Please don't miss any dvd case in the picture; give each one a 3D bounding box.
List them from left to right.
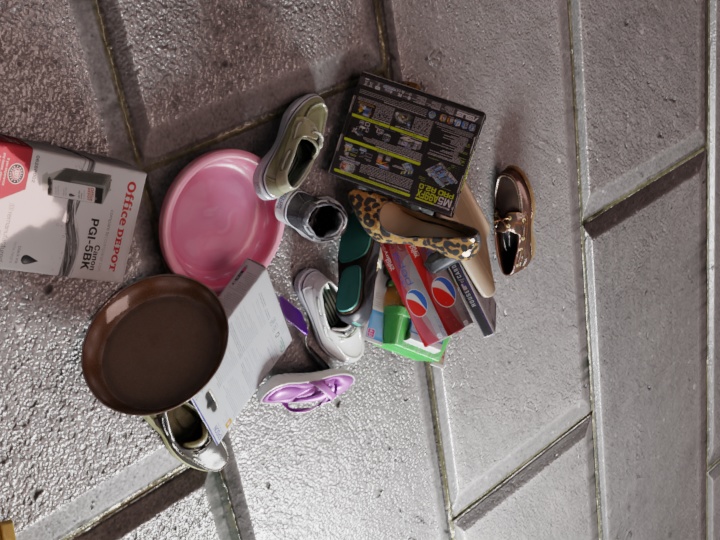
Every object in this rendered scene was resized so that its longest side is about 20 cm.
[{"bbox_3d":[0.170,-0.004,1.648,0.024,0.150,0.202,-24,101,15],"label":"dvd case"}]

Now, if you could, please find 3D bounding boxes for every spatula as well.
[{"bbox_3d":[-0.080,0.112,1.568,0.020,0.057,0.201,-24,133,2],"label":"spatula"}]

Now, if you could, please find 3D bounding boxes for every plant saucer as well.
[{"bbox_3d":[-0.262,0.099,1.302,0.201,0.199,0.032,-49,153,-17],"label":"plant saucer"},{"bbox_3d":[-0.196,-0.070,1.390,0.199,0.051,0.204,-16,114,-38],"label":"plant saucer"}]

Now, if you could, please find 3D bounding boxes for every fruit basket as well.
[{"bbox_3d":[0.098,0.042,1.663,0.184,0.093,0.203,23,79,-35],"label":"fruit basket"}]

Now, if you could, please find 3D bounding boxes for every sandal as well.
[{"bbox_3d":[-0.081,0.194,1.558,0.201,0.050,0.082,2,142,-48],"label":"sandal"}]

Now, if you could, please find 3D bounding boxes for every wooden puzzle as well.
[{"bbox_3d":[0.163,-0.076,1.636,0.186,0.037,0.201,57,22,-27],"label":"wooden puzzle"}]

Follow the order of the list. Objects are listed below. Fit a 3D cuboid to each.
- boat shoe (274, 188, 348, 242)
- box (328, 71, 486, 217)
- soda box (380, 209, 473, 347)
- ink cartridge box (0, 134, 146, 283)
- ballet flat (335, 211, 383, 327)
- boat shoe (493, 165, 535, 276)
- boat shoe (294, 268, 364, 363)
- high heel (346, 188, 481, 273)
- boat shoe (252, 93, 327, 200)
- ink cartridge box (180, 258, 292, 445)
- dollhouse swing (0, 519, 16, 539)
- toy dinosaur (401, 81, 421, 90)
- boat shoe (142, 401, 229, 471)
[{"bbox_3d":[-0.052,-0.074,1.466,0.073,0.067,0.200,-64,157,0],"label":"boat shoe"},{"bbox_3d":[0.070,-0.187,1.499,0.044,0.197,0.162,-4,113,-82],"label":"box"},{"bbox_3d":[0.097,0.013,1.590,0.070,0.063,0.202,-22,85,-40],"label":"soda box"},{"bbox_3d":[-0.371,-0.073,1.207,0.198,0.082,0.149,8,99,-43],"label":"ink cartridge box"},{"bbox_3d":[0.000,0.000,1.538,0.073,0.072,0.202,45,40,-42],"label":"ballet flat"},{"bbox_3d":[0.269,-0.084,1.788,0.070,0.070,0.202,-34,125,-33],"label":"boat shoe"},{"bbox_3d":[-0.038,0.083,1.573,0.074,0.066,0.201,-49,131,-17],"label":"boat shoe"},{"bbox_3d":[0.082,-0.078,1.485,0.199,0.142,0.072,36,61,-13],"label":"high heel"},{"bbox_3d":[-0.082,-0.172,1.407,0.072,0.061,0.202,58,42,-39],"label":"boat shoe"},{"bbox_3d":[-0.181,0.116,1.414,0.201,0.043,0.197,-54,155,-25],"label":"ink cartridge box"},{"bbox_3d":[-0.545,0.331,1.227,0.198,0.177,0.182,-8,152,-40],"label":"dollhouse swing"},{"bbox_3d":[0.083,-0.240,1.589,0.198,0.061,0.107,-21,142,-30],"label":"toy dinosaur"},{"bbox_3d":[-0.245,0.233,1.440,0.072,0.066,0.202,-49,131,-19],"label":"boat shoe"}]
